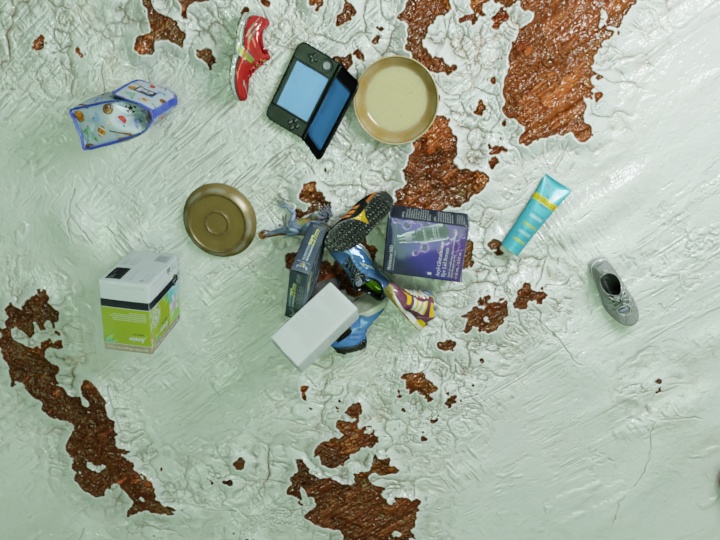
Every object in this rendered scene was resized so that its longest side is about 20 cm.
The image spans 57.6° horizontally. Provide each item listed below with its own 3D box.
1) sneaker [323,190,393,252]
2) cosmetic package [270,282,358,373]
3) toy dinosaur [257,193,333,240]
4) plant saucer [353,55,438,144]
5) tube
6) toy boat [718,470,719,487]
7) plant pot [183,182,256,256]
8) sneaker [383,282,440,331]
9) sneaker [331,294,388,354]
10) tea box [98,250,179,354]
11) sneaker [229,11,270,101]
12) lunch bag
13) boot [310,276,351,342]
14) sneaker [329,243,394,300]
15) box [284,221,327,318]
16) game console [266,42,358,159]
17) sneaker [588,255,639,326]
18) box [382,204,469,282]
[{"bbox_3d":[-0.009,-0.118,1.595,0.200,0.090,0.070,-41,106,-4],"label":"sneaker"},{"bbox_3d":[-0.108,0.138,1.591,0.200,0.071,0.101,-42,71,-14],"label":"cosmetic package"},{"bbox_3d":[-0.158,-0.099,1.641,0.181,0.105,0.201,-31,107,21],"label":"toy dinosaur"},{"bbox_3d":[0.083,-0.397,1.526,0.198,0.035,0.202,3,113,7],"label":"plant saucer"},{"bbox_3d":[0.421,-0.131,1.589,0.077,0.050,0.201,29,107,-13],"label":"tube"},{"bbox_3d":[1.049,0.606,1.758,0.129,0.131,0.202,-17,109,13],"label":"toy boat"},{"bbox_3d":[-0.368,-0.125,1.698,0.198,0.028,0.202,3,113,6],"label":"plant pot"},{"bbox_3d":[0.133,0.072,1.662,0.090,0.075,0.200,-42,138,0],"label":"sneaker"},{"bbox_3d":[0.002,0.146,1.738,0.199,0.077,0.112,-34,125,0],"label":"sneaker"},{"bbox_3d":[-0.571,0.080,1.712,0.132,0.200,0.199,7,114,4],"label":"tea box"},{"bbox_3d":[-0.252,-0.487,1.513,0.084,0.077,0.202,12,113,-4],"label":"sneaker"},{"bbox_3d":[-0.548,-0.373,1.544,0.198,0.170,0.125,-8,116,12],"label":"lunch bag"},{"bbox_3d":[-0.120,0.117,1.696,0.198,0.175,0.069,-22,147,2],"label":"boot"},{"bbox_3d":[0.000,0.000,1.661,0.200,0.089,0.079,39,123,-6],"label":"sneaker"},{"bbox_3d":[-0.134,0.004,1.610,0.051,0.159,0.201,16,142,2],"label":"box"},{"bbox_3d":[-0.115,-0.392,1.510,0.175,0.117,0.201,29,112,-6],"label":"game console"},{"bbox_3d":[0.626,0.064,1.618,0.074,0.082,0.201,-33,104,18],"label":"sneaker"},{"bbox_3d":[0.160,-0.067,1.612,0.198,0.104,0.149,6,113,4],"label":"box"}]
